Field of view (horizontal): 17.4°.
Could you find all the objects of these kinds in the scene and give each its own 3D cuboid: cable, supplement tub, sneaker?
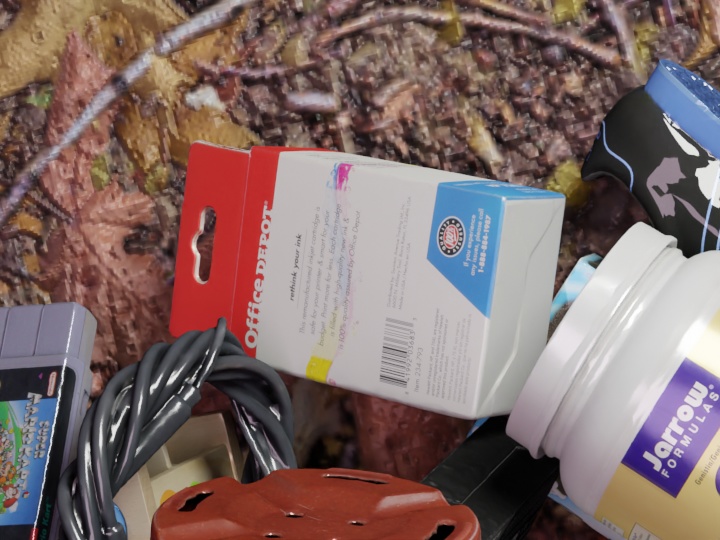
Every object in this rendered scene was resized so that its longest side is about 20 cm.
[{"bbox_3d":[-0.090,0.120,1.176,0.051,0.163,0.201,-8,72,43],"label":"cable"},{"bbox_3d":[0.185,0.081,1.112,0.200,0.145,0.146,32,105,12],"label":"supplement tub"},{"bbox_3d":[0.199,-0.015,1.180,0.200,0.070,0.078,46,111,15],"label":"sneaker"}]

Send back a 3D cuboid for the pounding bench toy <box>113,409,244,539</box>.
[{"bbox_3d":[-0.173,0.166,1.276,0.200,0.156,0.125,-12,93,20],"label":"pounding bench toy"}]

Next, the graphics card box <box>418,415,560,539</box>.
[{"bbox_3d":[0.028,0.181,1.207,0.051,0.125,0.200,32,118,14],"label":"graphics card box"}]

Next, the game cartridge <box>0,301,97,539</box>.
[{"bbox_3d":[-0.207,0.113,1.198,0.129,0.038,0.200,-7,62,27],"label":"game cartridge"}]

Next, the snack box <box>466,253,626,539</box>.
[{"bbox_3d":[0.168,0.095,1.215,0.200,0.037,0.116,35,107,12],"label":"snack box"}]

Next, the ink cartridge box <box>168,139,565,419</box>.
[{"bbox_3d":[0.000,0.000,1.231,0.200,0.067,0.117,13,100,33],"label":"ink cartridge box"}]

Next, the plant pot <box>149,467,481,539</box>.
[{"bbox_3d":[-0.023,0.203,1.066,0.200,0.201,0.196,5,103,18],"label":"plant pot"}]
